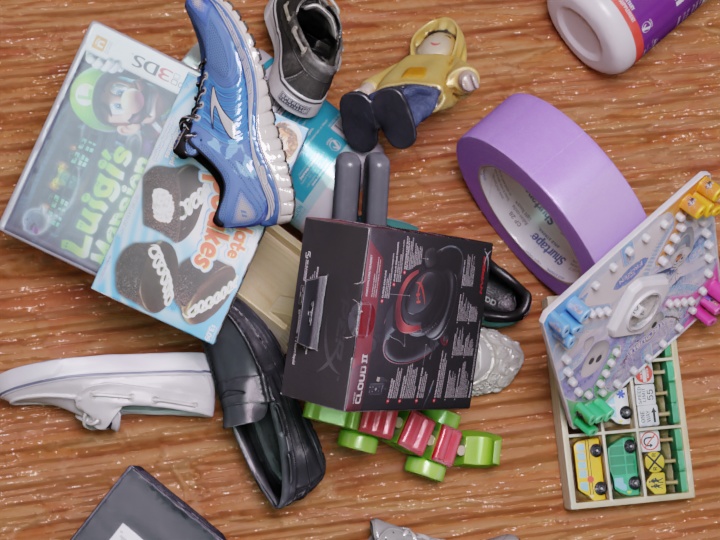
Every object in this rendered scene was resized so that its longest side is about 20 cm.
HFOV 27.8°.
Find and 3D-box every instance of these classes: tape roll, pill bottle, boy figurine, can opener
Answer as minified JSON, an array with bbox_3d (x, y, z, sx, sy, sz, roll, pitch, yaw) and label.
[{"bbox_3d":[0.175,-0.061,1.317,0.065,0.200,0.201,-38,88,-10],"label":"tape roll"},{"bbox_3d":[-0.083,-0.128,1.341,0.199,0.111,0.111,38,79,0],"label":"pill bottle"},{"bbox_3d":[0.057,-0.174,1.336,0.123,0.200,0.065,-2,118,29],"label":"boy figurine"},{"bbox_3d":[0.283,-0.290,1.408,0.200,0.112,0.113,-41,88,-10],"label":"pill bottle"},{"bbox_3d":[0.000,0.000,1.274,0.053,0.067,0.203,0,106,-11],"label":"can opener"}]

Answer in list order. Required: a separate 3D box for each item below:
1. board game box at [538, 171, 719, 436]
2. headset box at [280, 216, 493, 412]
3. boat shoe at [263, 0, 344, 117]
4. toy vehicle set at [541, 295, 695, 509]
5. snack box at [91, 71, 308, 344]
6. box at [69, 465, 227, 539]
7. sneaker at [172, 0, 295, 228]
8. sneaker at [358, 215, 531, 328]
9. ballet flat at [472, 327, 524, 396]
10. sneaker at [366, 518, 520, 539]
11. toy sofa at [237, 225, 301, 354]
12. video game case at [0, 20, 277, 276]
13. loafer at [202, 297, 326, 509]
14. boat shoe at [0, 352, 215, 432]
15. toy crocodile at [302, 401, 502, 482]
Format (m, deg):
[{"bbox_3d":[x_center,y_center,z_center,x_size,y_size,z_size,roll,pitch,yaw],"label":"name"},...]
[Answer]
[{"bbox_3d":[0.253,0.036,1.296,0.199,0.201,0.026,-40,54,-12],"label":"board game box"},{"bbox_3d":[0.019,0.038,1.217,0.074,0.199,0.151,10,94,38],"label":"headset box"},{"bbox_3d":[-0.043,-0.217,1.328,0.070,0.201,0.064,24,123,-22],"label":"boat shoe"},{"bbox_3d":[0.245,0.121,1.389,0.122,0.027,0.203,-5,83,-8],"label":"toy vehicle set"},{"bbox_3d":[-0.135,-0.052,1.241,0.115,0.037,0.202,24,88,-2],"label":"snack box"},{"bbox_3d":[-0.197,0.254,1.227,0.107,0.200,0.149,38,80,-1],"label":"box"},{"bbox_3d":[-0.115,-0.130,1.187,0.088,0.079,0.203,-15,88,-6],"label":"sneaker"},{"bbox_3d":[0.070,-0.004,1.346,0.198,0.080,0.072,20,79,-12],"label":"sneaker"},{"bbox_3d":[0.059,0.079,1.352,0.197,0.072,0.073,9,81,-6],"label":"ballet flat"},{"bbox_3d":[0.051,0.262,1.323,0.197,0.076,0.093,-16,80,-10],"label":"sneaker"},{"bbox_3d":[-0.122,-0.015,1.343,0.199,0.098,0.083,37,56,0],"label":"toy sofa"},{"bbox_3d":[-0.194,-0.089,1.270,0.180,0.023,0.202,25,89,-1],"label":"video game case"},{"bbox_3d":[-0.095,0.117,1.303,0.070,0.068,0.203,-36,105,-51],"label":"loafer"},{"bbox_3d":[-0.227,0.112,1.308,0.197,0.074,0.066,-4,78,-7],"label":"boat shoe"},{"bbox_3d":[0.039,0.144,1.329,0.198,0.062,0.068,24,79,-22],"label":"toy crocodile"}]
